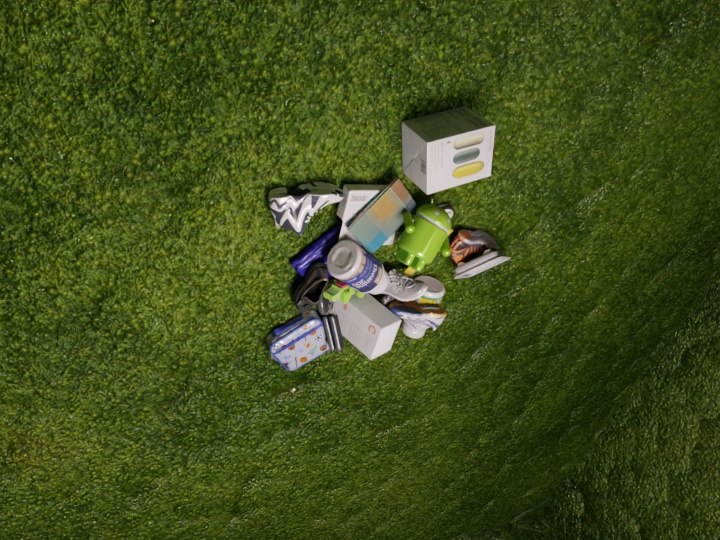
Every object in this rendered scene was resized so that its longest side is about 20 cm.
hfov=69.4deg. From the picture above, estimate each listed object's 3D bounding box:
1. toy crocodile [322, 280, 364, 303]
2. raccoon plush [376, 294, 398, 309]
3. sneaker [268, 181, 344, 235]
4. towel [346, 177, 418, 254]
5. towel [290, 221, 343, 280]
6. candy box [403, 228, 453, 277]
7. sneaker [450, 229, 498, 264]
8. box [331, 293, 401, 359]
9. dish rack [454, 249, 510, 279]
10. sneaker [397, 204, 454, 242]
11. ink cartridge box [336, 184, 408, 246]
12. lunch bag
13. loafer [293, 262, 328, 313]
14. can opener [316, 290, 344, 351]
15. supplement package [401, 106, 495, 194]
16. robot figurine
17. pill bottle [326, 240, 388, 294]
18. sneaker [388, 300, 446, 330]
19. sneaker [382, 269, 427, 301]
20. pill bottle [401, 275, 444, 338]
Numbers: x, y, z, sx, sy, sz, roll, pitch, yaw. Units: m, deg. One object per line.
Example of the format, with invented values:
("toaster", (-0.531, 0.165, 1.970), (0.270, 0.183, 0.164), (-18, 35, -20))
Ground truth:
("toy crocodile", (-0.038, 0.050, 1.563), (0.199, 0.067, 0.062), (-17, 128, -51))
("raccoon plush", (0.038, 0.138, 1.690), (0.199, 0.097, 0.134), (-30, 136, -4))
("sneaker", (-0.142, -0.157, 1.385), (0.198, 0.080, 0.130), (-12, 131, -19))
("towel", (0.064, -0.150, 1.469), (0.200, 0.022, 0.147), (-46, 137, -1))
("towel", (-0.092, -0.034, 1.526), (0.200, 0.050, 0.148), (-37, 132, 2))
("candy box", (0.216, -0.060, 1.646), (0.200, 0.026, 0.102), (-49, 170, 13))
("sneaker", (0.363, -0.075, 1.728), (0.199, 0.078, 0.112), (8, 134, -36))
("box", (0.010, 0.157, 1.611), (0.097, 0.200, 0.125), (-18, 136, -44))
("dish rack", (0.400, -0.025, 1.726), (0.171, 0.044, 0.200), (-28, 168, 24))
("sneaker", (0.213, -0.123, 1.599), (0.200, 0.080, 0.074), (-39, 131, 2))
("ink cartridge box", (0.026, -0.156, 1.482), (0.199, 0.045, 0.177), (-5, 125, -33))
("lunch bag", (-0.196, 0.224, 1.654), (0.199, 0.076, 0.161), (-32, 131, -4))
("loafer", (-0.143, 0.065, 1.511), (0.071, 0.063, 0.201), (2, 136, -28))
("can opener", (-0.100, 0.156, 1.605), (0.066, 0.052, 0.201), (-29, 108, -50))
("supplement package", (0.232, -0.327, 1.402), (0.199, 0.151, 0.152), (-18, 130, -15))
("robot figurine", (0.184, -0.102, 1.500), (0.175, 0.116, 0.201), (28, 94, -27))
("pill bottle", (0.000, 0.000, 1.486), (0.111, 0.111, 0.200), (-44, 143, 9))
("sneaker", (0.175, 0.153, 1.658), (0.199, 0.075, 0.089), (10, 121, -18))
("sneaker", (0.108, 0.038, 1.600), (0.075, 0.199, 0.082), (-60, 146, -37))
("pill bottle", (0.205, 0.128, 1.763), (0.112, 0.113, 0.201), (-1, 124, -27))
